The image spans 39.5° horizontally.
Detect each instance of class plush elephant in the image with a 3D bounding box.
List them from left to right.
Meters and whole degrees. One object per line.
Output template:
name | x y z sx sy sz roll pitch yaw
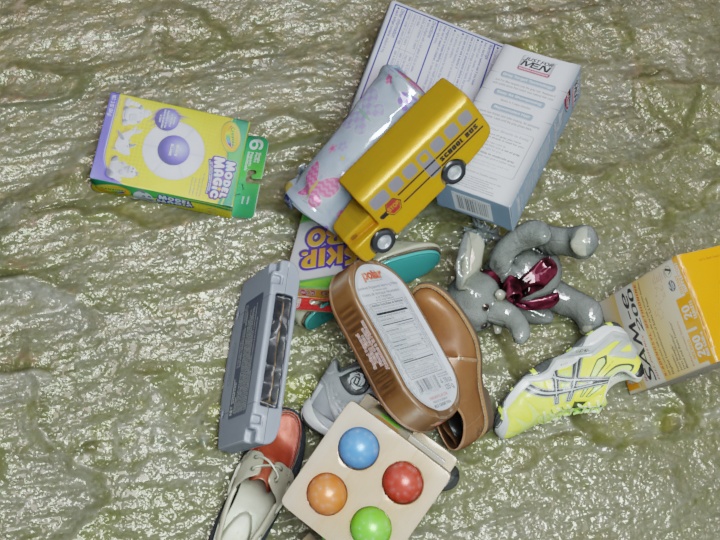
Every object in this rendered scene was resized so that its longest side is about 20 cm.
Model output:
plush elephant | 0.171 0.024 1.181 0.199 0.165 0.155 24 54 28

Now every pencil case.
pencil case | 0.000 -0.137 1.143 0.200 0.083 0.091 -49 42 9

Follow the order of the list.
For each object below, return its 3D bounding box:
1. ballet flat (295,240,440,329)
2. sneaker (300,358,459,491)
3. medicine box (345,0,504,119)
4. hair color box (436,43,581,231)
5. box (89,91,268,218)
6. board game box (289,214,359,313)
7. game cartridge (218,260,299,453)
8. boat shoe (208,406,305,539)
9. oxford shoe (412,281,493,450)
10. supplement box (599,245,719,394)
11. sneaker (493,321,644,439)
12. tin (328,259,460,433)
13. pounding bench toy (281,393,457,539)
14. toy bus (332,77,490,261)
ballet flat | 0.000 0.000 1.209 0.199 0.069 0.070 -25 80 -14
sneaker | 0.040 0.163 1.142 0.199 0.075 0.116 26 95 -1
medicine box | 0.093 -0.205 1.257 0.199 0.103 0.183 21 72 -4
hair color box | 0.171 -0.155 1.155 0.098 0.061 0.201 21 71 21
box | -0.216 -0.136 1.217 0.199 0.048 0.118 11 73 -8
board game box | -0.028 -0.040 1.190 0.095 0.030 0.201 3 59 14
game cartridge | -0.116 0.100 1.119 0.041 0.133 0.201 13 71 -18
boat shoe | -0.114 0.243 1.118 0.071 0.063 0.201 26 71 0
oxford shoe | 0.097 0.111 1.146 0.071 0.071 0.201 -30 105 -48
supplement box | 0.371 0.062 1.177 0.073 0.200 0.127 -12 75 -16
sneaker | 0.246 0.141 1.184 0.199 0.075 0.077 -35 64 -4
tin | 0.039 0.077 1.081 0.112 0.042 0.201 -6 63 -58
pounding bench toy | -0.009 0.247 1.035 0.124 0.156 0.201 35 92 9
toy bus | 0.048 -0.107 1.086 0.200 0.065 0.078 -44 130 3
